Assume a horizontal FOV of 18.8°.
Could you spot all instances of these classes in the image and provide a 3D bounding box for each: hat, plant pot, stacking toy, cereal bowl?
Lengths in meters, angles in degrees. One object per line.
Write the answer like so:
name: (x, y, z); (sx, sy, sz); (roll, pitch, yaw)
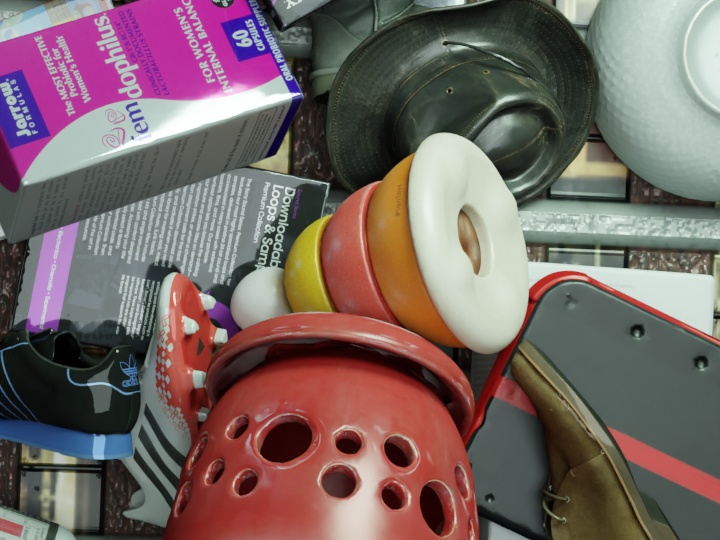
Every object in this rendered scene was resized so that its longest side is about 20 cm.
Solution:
hat: (0.079, -0.090, 1.492); (0.200, 0.081, 0.201); (-8, 128, -10)
plant pot: (-0.018, 0.141, 1.379); (0.199, 0.201, 0.183); (13, 57, -7)
stacking toy: (0.000, 0.000, 1.441); (0.199, 0.146, 0.147); (-14, 89, 28)
cereal bowl: (0.266, -0.151, 1.560); (0.199, 0.083, 0.201); (0, 86, -8)

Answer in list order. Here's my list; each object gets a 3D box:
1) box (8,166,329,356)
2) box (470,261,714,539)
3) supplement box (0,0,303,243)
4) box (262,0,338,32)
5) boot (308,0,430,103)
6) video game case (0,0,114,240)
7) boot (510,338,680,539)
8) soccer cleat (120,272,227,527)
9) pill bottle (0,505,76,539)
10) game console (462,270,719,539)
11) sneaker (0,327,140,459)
box: (-0.132, -0.011, 1.507); (0.199, 0.036, 0.144); (12, 92, -9)
box: (0.157, 0.100, 1.521); (0.151, 0.106, 0.201); (5, 87, -8)
supplement box: (-0.154, -0.108, 1.427); (0.199, 0.103, 0.102); (-21, 76, -20)
box: (-0.037, -0.278, 1.424); (0.143, 0.036, 0.201); (-29, 95, -5)
boot: (0.029, -0.227, 1.546); (0.181, 0.073, 0.201); (-5, 81, -10)
video game case: (-0.247, -0.101, 1.523); (0.199, 0.017, 0.144); (-22, 90, -8)
boot: (0.142, 0.140, 1.411); (0.075, 0.074, 0.200); (-31, 96, 7)
soccer cleat: (-0.134, 0.093, 1.471); (0.085, 0.069, 0.201); (4, 121, 14)
pill bottle: (-0.257, 0.214, 1.458); (0.199, 0.116, 0.117); (19, 85, -6)
game console: (0.176, 0.112, 1.459); (0.199, 0.031, 0.177); (25, 90, -5)
sneaker: (-0.236, 0.074, 1.461); (0.199, 0.070, 0.078); (8, 94, 20)
